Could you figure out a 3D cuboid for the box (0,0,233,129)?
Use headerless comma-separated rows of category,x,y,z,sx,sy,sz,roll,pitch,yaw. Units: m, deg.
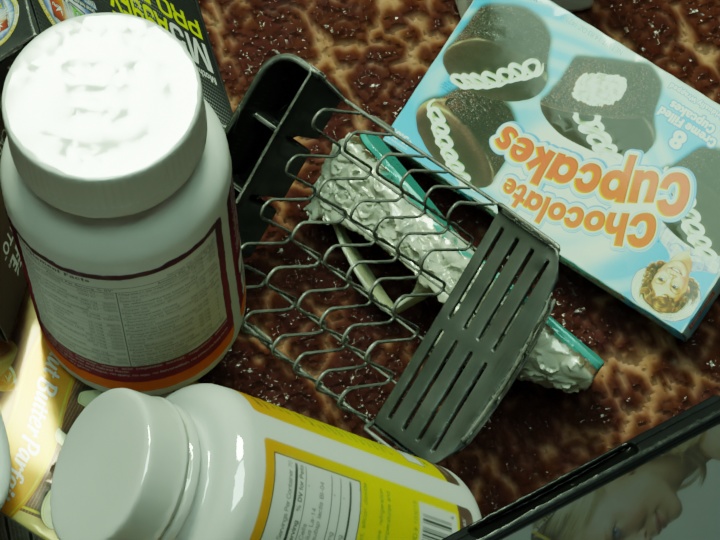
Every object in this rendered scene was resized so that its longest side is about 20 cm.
box,-0.147,-0.140,1.308,0.044,0.200,0.161,-30,59,19

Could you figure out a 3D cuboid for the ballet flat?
ballet flat,0.045,0.009,1.313,0.072,0.072,0.200,-36,66,-20

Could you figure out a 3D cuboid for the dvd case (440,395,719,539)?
dvd case,0.107,0.161,1.183,0.199,0.143,0.018,-26,32,-16

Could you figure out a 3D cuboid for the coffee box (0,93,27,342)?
coffee box,-0.269,-0.026,1.262,0.198,0.080,0.115,-1,51,19

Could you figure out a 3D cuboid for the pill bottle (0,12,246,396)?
pill bottle,-0.113,-0.029,1.175,0.109,0.200,0.110,-1,60,1

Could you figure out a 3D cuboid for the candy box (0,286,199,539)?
candy box,-0.151,0.088,1.256,0.199,0.055,0.116,30,64,15

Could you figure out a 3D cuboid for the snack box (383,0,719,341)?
snack box,0.126,-0.064,1.340,0.199,0.037,0.117,33,88,15

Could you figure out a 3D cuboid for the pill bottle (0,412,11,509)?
pill bottle,-0.277,0.106,1.184,0.199,0.106,0.107,-24,60,17

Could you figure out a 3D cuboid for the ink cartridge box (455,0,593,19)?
ink cartridge box,0.075,-0.264,1.410,0.083,0.146,0.201,-12,62,-9

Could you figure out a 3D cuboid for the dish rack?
dish rack,0.000,0.000,1.265,0.200,0.054,0.154,36,102,27

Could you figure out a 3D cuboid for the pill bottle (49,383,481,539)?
pill bottle,-0.044,0.120,1.159,0.199,0.109,0.110,23,53,-36
